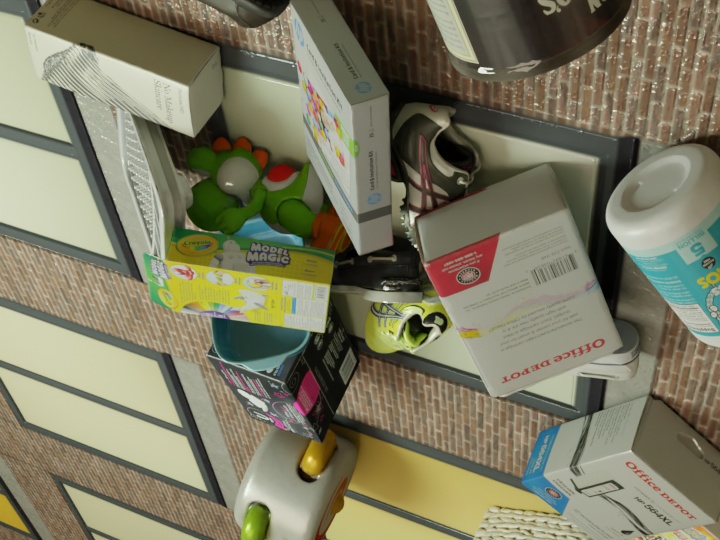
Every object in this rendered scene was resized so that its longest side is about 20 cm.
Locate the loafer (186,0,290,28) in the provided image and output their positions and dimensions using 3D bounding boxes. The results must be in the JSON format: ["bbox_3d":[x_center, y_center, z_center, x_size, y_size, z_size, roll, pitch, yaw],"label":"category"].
[{"bbox_3d":[-0.162,-0.282,1.038,0.200,0.073,0.071,35,146,-7],"label":"loafer"}]

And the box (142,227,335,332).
[{"bbox_3d":[-0.131,0.011,1.217,0.200,0.048,0.117,7,150,-2],"label":"box"}]

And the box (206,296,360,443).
[{"bbox_3d":[-0.092,0.108,1.413,0.115,0.132,0.200,17,156,20],"label":"box"}]

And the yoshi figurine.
[{"bbox_3d":[-0.112,-0.064,1.258,0.200,0.112,0.112,27,153,10],"label":"yoshi figurine"}]

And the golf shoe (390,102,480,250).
[{"bbox_3d":[0.081,-0.080,1.120,0.088,0.077,0.200,-4,134,32],"label":"golf shoe"}]

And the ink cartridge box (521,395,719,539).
[{"bbox_3d":[0.316,0.243,1.349,0.146,0.084,0.200,39,146,-13],"label":"ink cartridge box"}]

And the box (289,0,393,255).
[{"bbox_3d":[-0.016,-0.136,1.066,0.200,0.041,0.156,88,160,-51],"label":"box"}]

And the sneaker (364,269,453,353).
[{"bbox_3d":[0.051,0.059,1.318,0.075,0.076,0.200,34,147,-9],"label":"sneaker"}]

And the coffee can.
[{"bbox_3d":[0.097,-0.259,0.808,0.146,0.146,0.200,2,137,35],"label":"coffee can"}]

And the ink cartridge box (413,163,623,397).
[{"bbox_3d":[0.157,0.014,1.120,0.147,0.086,0.200,-22,129,9],"label":"ink cartridge box"}]

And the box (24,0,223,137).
[{"bbox_3d":[-0.247,-0.219,1.190,0.200,0.068,0.082,21,145,14],"label":"box"}]

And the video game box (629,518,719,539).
[{"bbox_3d":[0.429,0.368,1.462,0.200,0.047,0.182,40,143,-14],"label":"video game box"}]

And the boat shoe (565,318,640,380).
[{"bbox_3d":[0.205,0.085,1.237,0.200,0.074,0.065,12,138,27],"label":"boat shoe"}]

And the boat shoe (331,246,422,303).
[{"bbox_3d":[0.000,0.000,1.293,0.074,0.060,0.200,2,-177,-33],"label":"boat shoe"}]

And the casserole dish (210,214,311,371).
[{"bbox_3d":[-0.113,0.026,1.315,0.121,0.200,0.039,-12,155,11],"label":"casserole dish"}]

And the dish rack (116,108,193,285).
[{"bbox_3d":[-0.229,-0.101,1.266,0.172,0.043,0.200,102,148,-56],"label":"dish rack"}]

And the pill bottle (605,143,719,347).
[{"bbox_3d":[0.315,-0.008,1.002,0.111,0.111,0.200,-17,126,47],"label":"pill bottle"}]

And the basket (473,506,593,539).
[{"bbox_3d":[0.264,0.461,1.602,0.198,0.161,0.200,-2,134,39],"label":"basket"}]

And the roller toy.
[{"bbox_3d":[-0.087,0.316,1.663,0.140,0.200,0.182,23,-179,10],"label":"roller toy"}]
